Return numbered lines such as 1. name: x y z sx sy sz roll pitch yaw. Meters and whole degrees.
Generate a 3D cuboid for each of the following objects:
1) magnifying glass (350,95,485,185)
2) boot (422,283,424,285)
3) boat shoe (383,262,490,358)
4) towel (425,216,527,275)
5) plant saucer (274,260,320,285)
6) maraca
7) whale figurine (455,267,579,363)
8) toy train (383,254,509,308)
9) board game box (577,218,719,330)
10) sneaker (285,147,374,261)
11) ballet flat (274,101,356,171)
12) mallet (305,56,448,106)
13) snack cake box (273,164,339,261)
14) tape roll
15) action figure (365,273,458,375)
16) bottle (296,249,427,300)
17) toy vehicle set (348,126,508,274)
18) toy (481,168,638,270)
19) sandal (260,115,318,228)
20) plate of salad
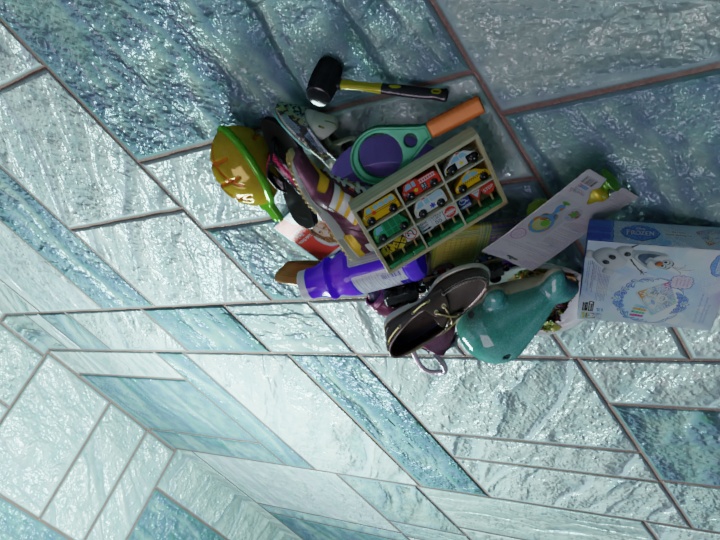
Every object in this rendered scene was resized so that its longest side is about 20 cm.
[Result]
1. magnifying glass: 0.076 -0.181 1.120 0.198 0.022 0.080 -25 105 16
2. boot: 0.118 0.006 1.415 0.156 0.080 0.212 -4 134 39
3. boat shoe: 0.114 0.063 1.228 0.199 0.060 0.072 -35 122 26
4. towel: 0.195 -0.038 1.254 0.196 0.023 0.144 -7 150 -4
5. plant saucer: -0.059 0.004 1.506 0.196 0.038 0.200 3 -176 0
6. maraca: -0.184 -0.159 1.371 0.137 0.106 0.201 46 167 39
7. whale figurine: 0.242 0.073 1.262 0.198 0.105 0.158 -29 142 25
8. toy train: 0.130 0.014 1.257 0.197 0.046 0.034 -15 129 13
9. board game box: 0.418 0.009 1.177 0.195 0.044 0.201 6 146 13
10. sneaker: -0.026 -0.108 1.156 0.089 0.075 0.201 -32 126 7
11. ballet flat: -0.043 -0.198 1.259 0.200 0.075 0.074 42 147 -27
12. mallet: 0.024 -0.259 1.133 0.196 0.067 0.041 3 147 10
13. snack cake box: -0.056 -0.099 1.405 0.114 0.068 0.199 33 150 -15
14. tape roll: 0.046 -0.104 1.243 0.196 0.066 0.202 1 136 1
15. action figure: 0.060 0.069 1.348 0.198 0.151 0.133 30 155 -26
16. bottle: 0.000 0.000 1.253 0.197 0.066 0.083 -15 156 18
17. toy vehicle set: 0.095 -0.094 1.137 0.198 0.027 0.125 -31 125 5
18. toy: 0.274 -0.079 1.154 0.114 0.048 0.199 18 141 -35
19. sandal: -0.116 -0.146 1.297 0.074 0.045 0.203 18 135 42
20. plate of salad: 0.287 0.059 1.350 0.196 0.049 0.202 3 142 3
